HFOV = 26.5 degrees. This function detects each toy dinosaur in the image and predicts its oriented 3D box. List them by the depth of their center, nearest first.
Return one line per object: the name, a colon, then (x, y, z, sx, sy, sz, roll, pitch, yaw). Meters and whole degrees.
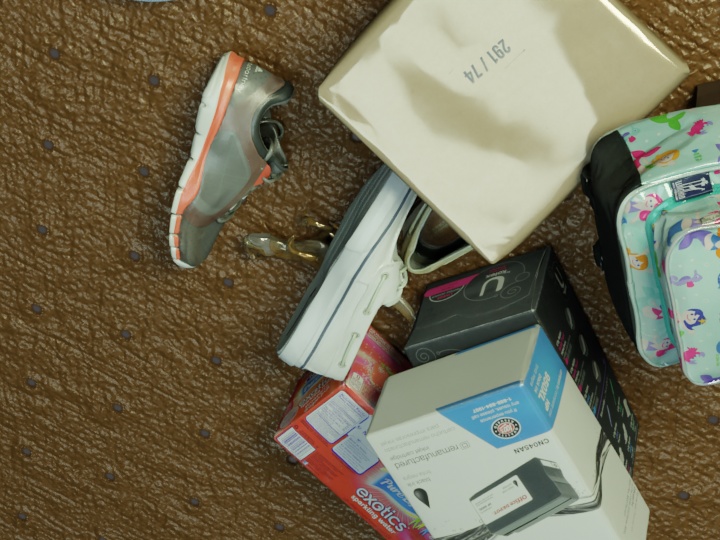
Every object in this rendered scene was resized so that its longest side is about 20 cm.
toy dinosaur: (0.000, 0.000, 1.292, 0.200, 0.060, 0.106, 30, 137, 8)

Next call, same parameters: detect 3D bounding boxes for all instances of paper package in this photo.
paper package: (0.100, -0.142, 1.099, 0.191, 0.103, 0.200, 44, 102, -5)

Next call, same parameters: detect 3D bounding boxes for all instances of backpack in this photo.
backpack: (0.269, -0.029, 1.034, 0.199, 0.151, 0.178, -19, 130, -1)

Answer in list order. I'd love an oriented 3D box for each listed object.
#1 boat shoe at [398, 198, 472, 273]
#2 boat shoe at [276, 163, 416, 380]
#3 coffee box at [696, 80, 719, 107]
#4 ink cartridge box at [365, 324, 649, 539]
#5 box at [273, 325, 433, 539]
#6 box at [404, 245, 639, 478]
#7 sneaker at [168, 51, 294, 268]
boat shoe: (0.107, -0.065, 1.206, 0.075, 0.068, 0.200, 38, 123, -10)
boat shoe: (0.005, 0.001, 1.217, 0.067, 0.074, 0.200, 26, 120, -11)
coffee box: (0.328, -0.047, 1.151, 0.114, 0.080, 0.200, -11, 117, 19)
ink cartridge box: (0.120, 0.162, 1.205, 0.144, 0.084, 0.200, -22, 113, 27)
box: (0.035, 0.160, 1.348, 0.200, 0.096, 0.100, 43, 122, -13)
box: (0.139, 0.100, 1.277, 0.122, 0.106, 0.200, -18, 115, 24)
sneaker: (-0.104, -0.078, 1.255, 0.082, 0.077, 0.200, 17, 125, -3)
